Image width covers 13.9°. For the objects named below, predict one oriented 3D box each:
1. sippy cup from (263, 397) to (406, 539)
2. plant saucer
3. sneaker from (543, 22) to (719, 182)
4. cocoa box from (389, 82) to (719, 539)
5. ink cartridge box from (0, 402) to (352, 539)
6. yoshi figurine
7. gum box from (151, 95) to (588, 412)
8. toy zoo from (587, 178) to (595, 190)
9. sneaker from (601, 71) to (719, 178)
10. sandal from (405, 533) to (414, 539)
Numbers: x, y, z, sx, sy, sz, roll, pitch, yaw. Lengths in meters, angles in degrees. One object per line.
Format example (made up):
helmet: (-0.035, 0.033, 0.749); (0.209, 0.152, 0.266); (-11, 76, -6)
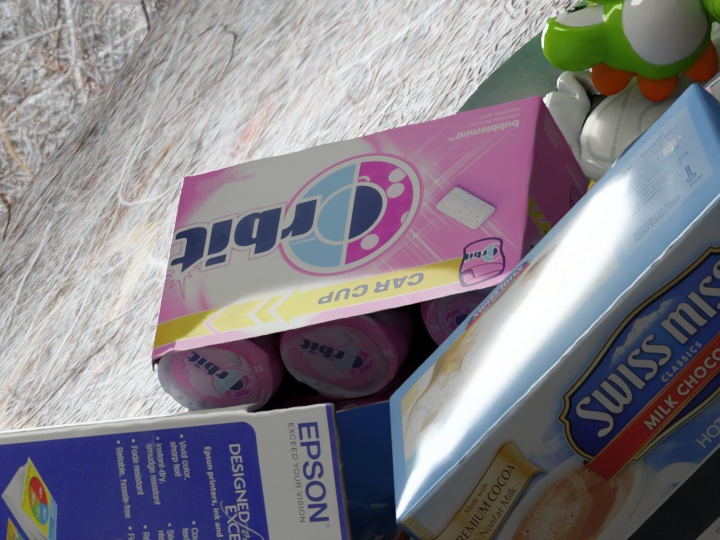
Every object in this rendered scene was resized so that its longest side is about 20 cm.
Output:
sippy cup: (-0.028, 0.110, 1.452); (0.139, 0.178, 0.130); (-25, -22, -42)
plant saucer: (0.142, -0.120, 1.661); (0.201, 0.039, 0.201); (-34, -8, -6)
sneaker: (0.181, -0.104, 1.565); (0.081, 0.075, 0.200); (27, 56, 33)
cocoa box: (0.123, 0.049, 1.216); (0.200, 0.131, 0.133); (-46, 15, 14)
ink cartridge box: (-0.080, 0.164, 1.366); (0.199, 0.199, 0.047); (-6, 2, 24)
yoshi figurine: (0.180, -0.164, 1.488); (0.199, 0.112, 0.112); (-17, 63, 9)
gum box: (0.000, 0.000, 1.374); (0.199, 0.066, 0.114); (-12, 45, 22)
toy zoo: (0.115, -0.027, 1.646); (0.131, 0.020, 0.200); (-56, 15, -22)
sneaker: (0.181, -0.057, 1.387); (0.200, 0.070, 0.082); (-47, 13, -19)
sandal: (0.104, 0.081, 1.361); (0.201, 0.057, 0.080); (-37, 8, -6)
